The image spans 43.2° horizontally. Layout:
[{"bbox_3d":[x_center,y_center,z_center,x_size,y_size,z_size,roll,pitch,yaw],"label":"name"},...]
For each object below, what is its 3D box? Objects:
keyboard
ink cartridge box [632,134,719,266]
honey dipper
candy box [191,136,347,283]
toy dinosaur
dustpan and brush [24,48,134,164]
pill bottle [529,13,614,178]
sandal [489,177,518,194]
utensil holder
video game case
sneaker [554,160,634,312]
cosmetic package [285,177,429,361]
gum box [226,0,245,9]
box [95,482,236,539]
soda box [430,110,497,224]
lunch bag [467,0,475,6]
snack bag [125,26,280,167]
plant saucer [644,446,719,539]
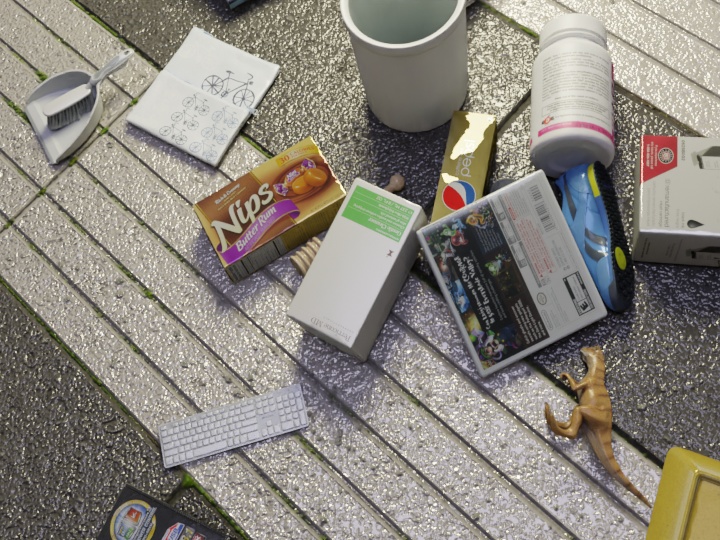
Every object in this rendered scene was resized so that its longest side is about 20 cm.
[{"bbox_3d":[-0.165,0.201,1.178,0.196,0.011,0.057,-17,64,3],"label":"keyboard"},{"bbox_3d":[0.452,-0.088,1.158,0.195,0.083,0.150,3,65,12],"label":"ink cartridge box"},{"bbox_3d":[-0.013,-0.067,1.259,0.199,0.038,0.038,-41,65,-11],"label":"honey dipper"},{"bbox_3d":[-0.123,-0.086,1.276,0.197,0.057,0.118,-30,64,-5],"label":"candy box"},{"bbox_3d":[0.276,0.181,1.082,0.104,0.061,0.204,-8,65,5],"label":"toy dinosaur"},{"bbox_3d":[-0.428,-0.275,1.413,0.198,0.057,0.141,-33,64,-6],"label":"dustpan and brush"},{"bbox_3d":[0.289,-0.238,1.239,0.111,0.114,0.204,2,66,11],"label":"pill bottle"},{"bbox_3d":[0.226,-0.043,1.197,0.074,0.048,0.204,-19,65,1],"label":"sandal"},{"bbox_3d":[0.069,-0.316,1.266,0.166,0.201,0.174,-4,65,8],"label":"utensil holder"},{"bbox_3d":[0.190,0.004,1.149,0.179,0.023,0.203,-25,90,0],"label":"video game case"},{"bbox_3d":[0.301,-0.039,1.184,0.077,0.065,0.205,-22,68,35],"label":"sneaker"},{"bbox_3d":[0.000,0.000,1.184,0.106,0.085,0.203,23,79,19],"label":"cosmetic package"},{"bbox_3d":[-0.184,-0.554,1.457,0.168,0.045,0.203,-29,89,-1],"label":"gum box"},{"bbox_3d":[-0.261,0.384,1.093,0.157,0.044,0.203,21,71,18],"label":"box"},{"bbox_3d":[0.140,-0.113,1.233,0.063,0.068,0.204,8,68,12],"label":"soda box"},{"bbox_3d":[0.109,-0.493,1.405,0.198,0.082,0.178,28,74,20],"label":"lunch bag"},{"bbox_3d":[-0.239,-0.273,1.401,0.186,0.021,0.202,27,73,21],"label":"snack bag"},{"bbox_3d":[0.418,0.314,1.002,0.196,0.049,0.203,16,70,17],"label":"plant saucer"}]
